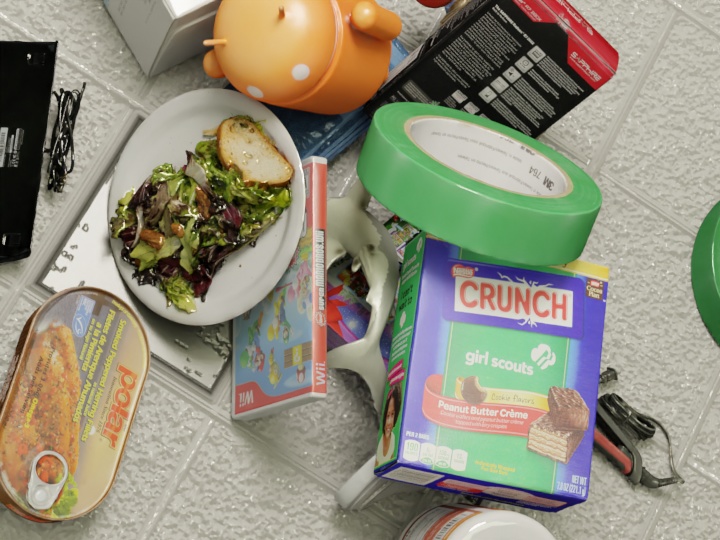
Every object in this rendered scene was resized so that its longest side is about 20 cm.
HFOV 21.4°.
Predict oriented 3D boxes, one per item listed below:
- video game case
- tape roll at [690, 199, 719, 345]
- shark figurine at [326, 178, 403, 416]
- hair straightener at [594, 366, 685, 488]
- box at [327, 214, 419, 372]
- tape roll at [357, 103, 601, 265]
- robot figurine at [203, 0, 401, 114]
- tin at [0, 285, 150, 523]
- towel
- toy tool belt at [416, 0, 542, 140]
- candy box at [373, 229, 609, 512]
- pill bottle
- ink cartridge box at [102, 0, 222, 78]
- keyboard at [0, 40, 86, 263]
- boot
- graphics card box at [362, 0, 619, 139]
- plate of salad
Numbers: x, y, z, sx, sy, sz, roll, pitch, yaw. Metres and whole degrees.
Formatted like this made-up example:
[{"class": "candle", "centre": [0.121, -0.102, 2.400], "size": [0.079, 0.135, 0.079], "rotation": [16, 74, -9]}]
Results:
[{"class": "video game case", "centre": [-0.069, 0.018, 1.611], "size": [0.017, 0.143, 0.202], "rotation": [7, 75, -30]}, {"class": "tape roll", "centre": [0.414, 0.005, 1.818], "size": [0.198, 0.048, 0.203], "rotation": [4, 75, -16]}, {"class": "shark figurine", "centre": [0.014, 0.005, 1.624], "size": [0.089, 0.128, 0.216], "rotation": [34, 26, -43]}, {"class": "hair straightener", "centre": [0.223, 0.122, 1.731], "size": [0.200, 0.041, 0.077], "rotation": [40, 68, -4]}, {"class": "box", "centre": [0.058, 0.050, 1.657], "size": [0.137, 0.039, 0.200], "rotation": [-38, 62, -22]}, {"class": "tape roll", "centre": [0.097, -0.073, 1.559], "size": [0.198, 0.201, 0.049], "rotation": [15, 111, -13]}, {"class": "robot figurine", "centre": [-0.050, -0.192, 1.609], "size": [0.143, 0.199, 0.118], "rotation": [29, 102, 26]}, {"class": "tin", "centre": [-0.242, 0.111, 1.578], "size": [0.111, 0.042, 0.202], "rotation": [25, 65, -19]}, {"class": "towel", "centre": [-0.045, -0.156, 1.720], "size": [0.200, 0.049, 0.112], "rotation": [-40, 89, -22]}, {"class": "toy tool belt", "centre": [0.117, -0.212, 1.745], "size": [0.201, 0.124, 0.123], "rotation": [61, 33, -15]}, {"class": "candy box", "centre": [0.109, 0.080, 1.557], "size": [0.167, 0.077, 0.202], "rotation": [12, 71, -15]}, {"class": "pill bottle", "centre": [0.090, 0.249, 1.565], "size": [0.111, 0.200, 0.114], "rotation": [1, 86, -13]}, {"class": "ink cartridge box", "centre": [-0.163, -0.305, 1.669], "size": [0.146, 0.146, 0.201], "rotation": [-28, 84, -22]}, {"class": "keyboard", "centre": [-0.291, -0.100, 1.644], "size": [0.103, 0.040, 0.202], "rotation": [3, 74, 8]}, {"class": "boot", "centre": [0.077, 0.170, 1.655], "size": [0.199, 0.074, 0.096], "rotation": [-35, 81, -23]}, {"class": "graphics card box", "centre": [0.112, -0.164, 1.658], "size": [0.125, 0.200, 0.051], "rotation": [41, 34, -14]}, {"class": "plate of salad", "centre": [-0.137, -0.055, 1.605], "size": [0.198, 0.048, 0.203], "rotation": [-3, 84, 28]}]
